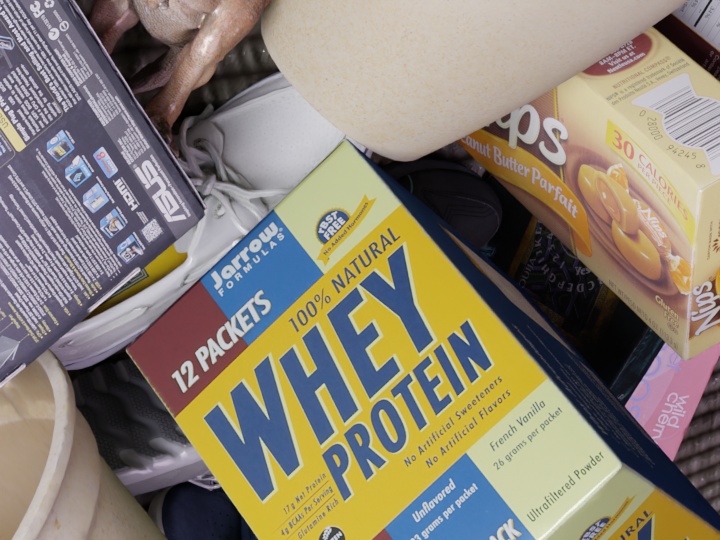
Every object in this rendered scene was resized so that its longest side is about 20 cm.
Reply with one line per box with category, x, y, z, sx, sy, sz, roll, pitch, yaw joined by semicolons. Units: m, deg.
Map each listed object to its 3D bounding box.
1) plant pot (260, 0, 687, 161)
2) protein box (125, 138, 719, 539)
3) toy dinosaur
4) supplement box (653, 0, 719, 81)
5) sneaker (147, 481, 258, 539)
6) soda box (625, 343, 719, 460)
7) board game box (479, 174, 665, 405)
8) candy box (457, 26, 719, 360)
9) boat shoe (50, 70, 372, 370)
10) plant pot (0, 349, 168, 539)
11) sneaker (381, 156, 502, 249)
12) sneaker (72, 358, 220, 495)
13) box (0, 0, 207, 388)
plant pot;0.054;-0.148;0.837;0.200;0.187;0.187;-46;146;23
protein box;0.040;0.082;0.877;0.135;0.199;0.200;-43;149;7
toy dinosaur;-0.065;-0.136;0.803;0.136;0.086;0.200;-50;159;-24
supplement box;0.234;-0.119;0.998;0.197;0.200;0.133;7;121;-47
sneaker;-0.016;0.147;1.069;0.200;0.075;0.084;20;141;-33
soda box;0.161;0.022;1.091;0.070;0.063;0.200;15;107;-17
board game box;0.109;0.001;1.055;0.028;0.135;0.200;2;125;-48
candy box;0.112;-0.065;0.935;0.055;0.200;0.116;-27;141;-20
boat shoe;-0.077;-0.031;0.884;0.202;0.075;0.086;-34;172;-4
plant pot;-0.147;0.160;0.870;0.200;0.200;0.184;-43;123;0
sneaker;0.000;0.000;0.999;0.200;0.079;0.076;-16;136;-35
sneaker;-0.084;0.088;1.009;0.200;0.075;0.082;-16;135;-33
box;-0.168;-0.047;0.737;0.161;0.049;0.200;-43;130;-15
